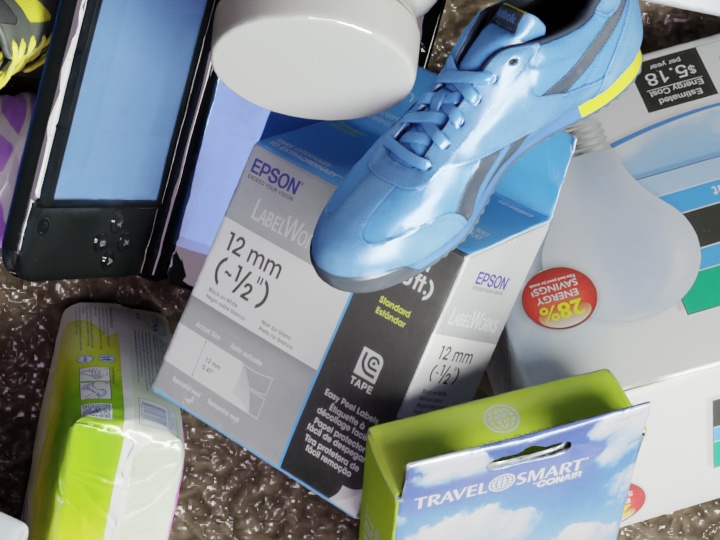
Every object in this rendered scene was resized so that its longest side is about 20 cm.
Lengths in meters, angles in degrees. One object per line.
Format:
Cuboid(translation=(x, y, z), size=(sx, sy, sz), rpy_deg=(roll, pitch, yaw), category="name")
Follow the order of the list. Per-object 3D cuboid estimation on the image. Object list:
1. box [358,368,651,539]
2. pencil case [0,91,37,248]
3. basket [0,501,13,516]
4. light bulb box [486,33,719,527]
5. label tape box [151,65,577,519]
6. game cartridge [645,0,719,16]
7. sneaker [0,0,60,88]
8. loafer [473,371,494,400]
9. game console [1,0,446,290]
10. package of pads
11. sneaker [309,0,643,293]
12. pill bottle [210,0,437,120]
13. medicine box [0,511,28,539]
Cuboid(translation=(0.060, 0.123, 0.961), size=(0.121, 0.048, 0.201), rpy_deg=(-13, 139, -16), category="box")
Cuboid(translation=(-0.249, -0.035, 1.068), size=(0.199, 0.084, 0.086), rpy_deg=(-10, 150, -2), category="pencil case")
Cuboid(translation=(-0.289, 0.133, 1.095), size=(0.142, 0.149, 0.201), rpy_deg=(-29, 115, 4), category="basket")
Cuboid(translation=(0.156, 0.004, 1.063), size=(0.197, 0.201, 0.125), rpy_deg=(-16, 142, -3), category="light bulb box")
Cuboid(translation=(0.000, 0.000, 0.999), size=(0.066, 0.143, 0.201), rpy_deg=(10, 105, -54), category="label tape box")
Cuboid(translation=(0.134, -0.166, 1.041), size=(0.199, 0.133, 0.042), rpy_deg=(10, 113, -12), category="game cartridge")
Cuboid(translation=(-0.186, -0.113, 1.001), size=(0.074, 0.085, 0.199), rpy_deg=(-45, 150, 23), category="sneaker")
Cuboid(translation=(0.031, 0.053, 1.155), size=(0.068, 0.076, 0.200), rpy_deg=(-44, 103, 12), category="loafer")
Cuboid(translation=(-0.067, -0.076, 1.039), size=(0.118, 0.170, 0.201), rpy_deg=(21, 102, 28), category="game console")
Cuboid(translation=(-0.144, 0.134, 1.115), size=(0.068, 0.155, 0.201), rpy_deg=(9, 112, -13), category="package of pads")
Cuboid(translation=(0.047, -0.075, 0.939), size=(0.200, 0.066, 0.079), rpy_deg=(-41, 143, -15), category="sneaker")
Cuboid(translation=(-0.012, -0.180, 0.969), size=(0.116, 0.201, 0.117), rpy_deg=(5, 157, 2), category="pill bottle")
Cuboid(translation=(-0.278, 0.175, 1.011), size=(0.199, 0.103, 0.183), rpy_deg=(22, 133, 7), category="medicine box")
